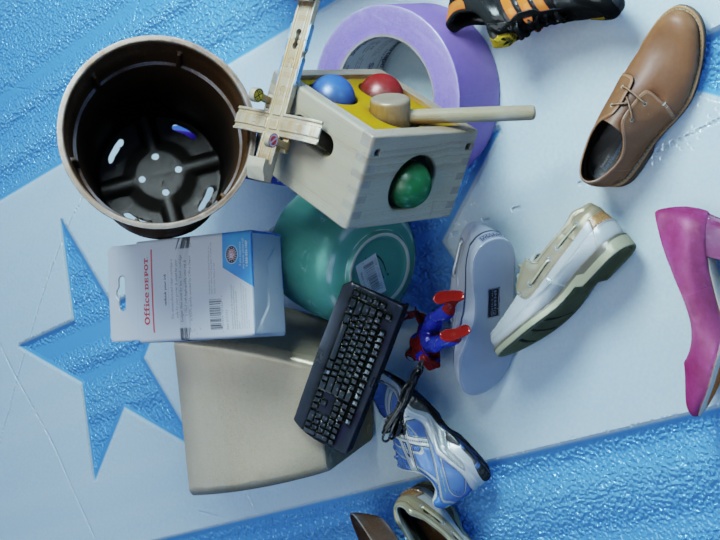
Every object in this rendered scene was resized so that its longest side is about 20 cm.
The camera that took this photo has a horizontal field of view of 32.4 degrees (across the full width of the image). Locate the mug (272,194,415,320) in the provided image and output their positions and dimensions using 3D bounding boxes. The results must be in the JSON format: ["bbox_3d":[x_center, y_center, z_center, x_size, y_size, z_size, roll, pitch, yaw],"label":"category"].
[{"bbox_3d":[0.000,-0.011,1.422,0.114,0.184,0.153,23,95,50],"label":"mug"}]

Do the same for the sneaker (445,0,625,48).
[{"bbox_3d":[0.174,-0.262,1.259,0.199,0.070,0.091,22,88,39],"label":"sneaker"}]

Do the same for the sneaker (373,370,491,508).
[{"bbox_3d":[0.061,0.192,1.456,0.077,0.076,0.200,-46,67,6],"label":"sneaker"}]

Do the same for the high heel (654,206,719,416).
[{"bbox_3d":[0.322,0.039,1.226,0.095,0.067,0.202,13,104,25],"label":"high heel"}]

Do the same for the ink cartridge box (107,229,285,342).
[{"bbox_3d":[-0.187,0.021,1.401,0.199,0.068,0.117,-4,86,28],"label":"ink cartridge box"}]

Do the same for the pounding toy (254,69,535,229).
[{"bbox_3d":[0.033,-0.137,1.254,0.200,0.183,0.143,37,122,36],"label":"pounding toy"}]

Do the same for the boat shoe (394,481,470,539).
[{"bbox_3d":[0.107,0.347,1.461,0.200,0.068,0.075,52,120,15],"label":"boat shoe"}]

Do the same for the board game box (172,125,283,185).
[{"bbox_3d":[-0.124,-0.146,1.497,0.199,0.134,0.045,13,108,36],"label":"board game box"}]

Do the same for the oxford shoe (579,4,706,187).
[{"bbox_3d":[0.276,-0.166,1.219,0.071,0.071,0.201,37,119,28],"label":"oxford shoe"}]

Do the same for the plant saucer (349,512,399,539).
[{"bbox_3d":[0.048,0.374,1.488,0.201,0.034,0.200,59,169,18],"label":"plant saucer"}]

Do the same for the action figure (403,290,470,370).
[{"bbox_3d":[0.078,0.074,1.392,0.200,0.051,0.066,111,145,-72],"label":"action figure"}]

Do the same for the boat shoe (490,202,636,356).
[{"bbox_3d":[0.204,0.012,1.321,0.200,0.075,0.069,-46,66,28],"label":"boat shoe"}]

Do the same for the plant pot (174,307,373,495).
[{"bbox_3d":[-0.092,0.156,1.518,0.176,0.200,0.202,0,101,25],"label":"plant pot"}]

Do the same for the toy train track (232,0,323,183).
[{"bbox_3d":[-0.079,-0.187,1.206,0.114,0.032,0.202,15,89,38],"label":"toy train track"}]

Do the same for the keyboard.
[{"bbox_3d":[0.008,0.119,1.373,0.126,0.021,0.201,22,115,4],"label":"keyboard"}]

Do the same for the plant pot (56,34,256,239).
[{"bbox_3d":[-0.219,-0.125,1.336,0.198,0.199,0.202,136,112,-77],"label":"plant pot"}]

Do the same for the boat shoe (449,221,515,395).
[{"bbox_3d":[0.134,0.041,1.389,0.065,0.073,0.201,-129,41,-57],"label":"boat shoe"}]

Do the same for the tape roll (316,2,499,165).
[{"bbox_3d":[0.050,-0.195,1.381,0.199,0.085,0.202,9,105,37],"label":"tape roll"}]
